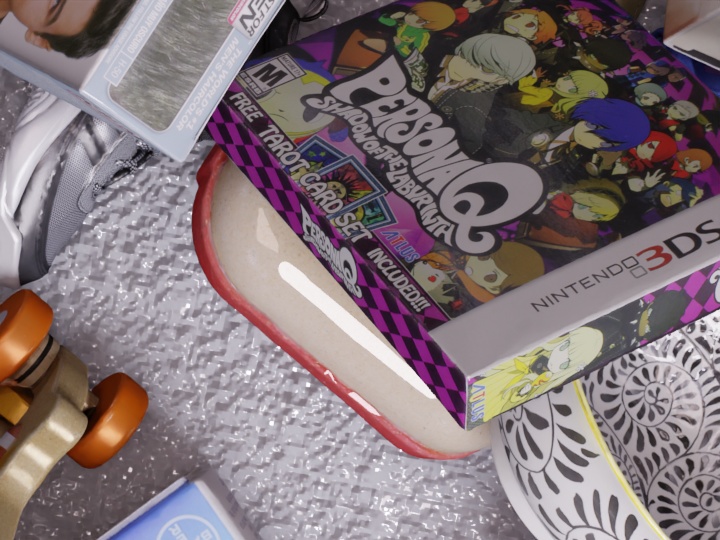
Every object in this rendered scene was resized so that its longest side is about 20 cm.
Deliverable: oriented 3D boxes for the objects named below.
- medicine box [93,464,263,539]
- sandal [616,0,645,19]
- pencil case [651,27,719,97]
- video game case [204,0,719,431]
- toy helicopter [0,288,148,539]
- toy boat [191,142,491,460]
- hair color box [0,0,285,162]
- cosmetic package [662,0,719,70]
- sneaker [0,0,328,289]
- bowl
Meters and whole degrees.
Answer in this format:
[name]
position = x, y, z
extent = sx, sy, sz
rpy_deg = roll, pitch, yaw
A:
[medicine box]
position = -0.088, 0.223, 1.183
extent = 0.182, 0.103, 0.201
rpy_deg = -36, 89, -1
[sandal]
position = 0.099, -0.145, 1.222
extent = 0.069, 0.078, 0.212
rpy_deg = 32, 81, 31
[pencil case]
position = 0.202, -0.042, 1.200
extent = 0.199, 0.087, 0.078
rpy_deg = 27, 76, -1
[video game case]
position = 0.061, -0.042, 1.052
extent = 0.180, 0.036, 0.200
rpy_deg = -23, 50, -23
[toy helicopter]
position = -0.172, 0.108, 1.144
extent = 0.132, 0.200, 0.079
rpy_deg = -40, 110, 21
[toy boat]
position = 0.000, 0.000, 1.180
extent = 0.200, 0.130, 0.131
rpy_deg = 42, 65, -20
[hair color box]
position = -0.114, -0.124, 1.107
extent = 0.061, 0.200, 0.099
rpy_deg = 35, 86, -35
[cosmetic package]
position = 0.207, -0.187, 1.159
extent = 0.103, 0.087, 0.201
rpy_deg = 20, 67, -25
[sneaker]
position = -0.092, -0.067, 1.201
extent = 0.113, 0.075, 0.201
rpy_deg = 27, 86, 2
[bowl]
position = 0.118, 0.070, 1.112
extent = 0.094, 0.200, 0.201
rpy_deg = -32, 89, 34
